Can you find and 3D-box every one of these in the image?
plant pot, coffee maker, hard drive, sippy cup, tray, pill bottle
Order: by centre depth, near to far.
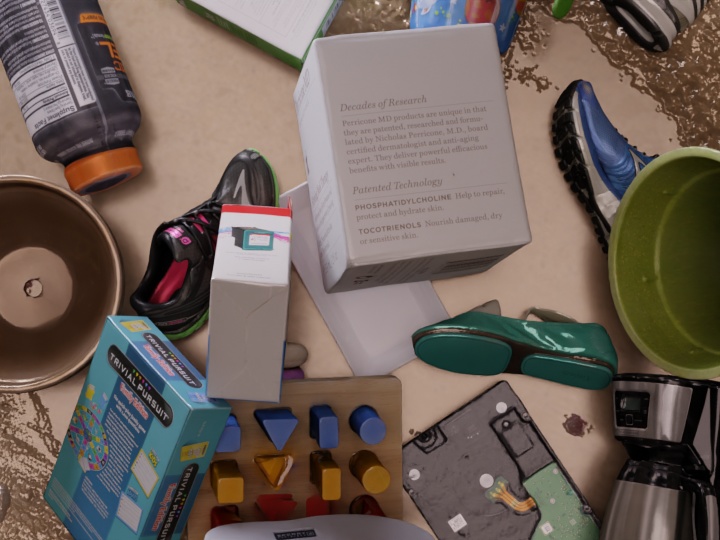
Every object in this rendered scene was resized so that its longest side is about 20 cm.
[{"bbox_3d":[0.360,-0.009,1.301,0.190,0.200,0.201,-2,85,-35],"label":"plant pot"},{"bbox_3d":[0.300,0.202,1.331,0.135,0.192,0.200,5,80,38],"label":"coffee maker"},{"bbox_3d":[-0.315,0.015,1.361,0.200,0.093,0.201,0,86,1],"label":"plant pot"},{"bbox_3d":[0.105,-0.274,1.366,0.139,0.178,0.131,9,98,-28],"label":"sippy cup"},{"bbox_3d":[-0.272,-0.173,1.367,0.106,0.106,0.200,-21,87,-1],"label":"pill bottle"},{"bbox_3d":[0.135,0.223,1.371,0.140,0.038,0.200,-34,86,-2],"label":"hard drive"},{"bbox_3d":[0.000,0.000,1.395,0.107,0.022,0.200,-29,86,-1],"label":"tray"}]

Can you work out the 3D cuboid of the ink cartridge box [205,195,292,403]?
[{"bbox_3d":[-0.097,0.018,1.291,0.067,0.200,0.116,4,115,-4],"label":"ink cartridge box"}]

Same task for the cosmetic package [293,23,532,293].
[{"bbox_3d":[0.041,-0.097,1.311,0.166,0.167,0.200,-8,81,-10],"label":"cosmetic package"}]

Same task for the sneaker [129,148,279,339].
[{"bbox_3d":[-0.145,-0.027,1.361,0.077,0.084,0.200,28,85,30],"label":"sneaker"}]

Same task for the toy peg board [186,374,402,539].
[{"bbox_3d":[-0.052,0.204,1.289,0.200,0.098,0.200,-2,98,-12],"label":"toy peg board"}]

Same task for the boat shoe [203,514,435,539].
[{"bbox_3d":[-0.034,0.253,1.224,0.200,0.071,0.070,-1,110,-16],"label":"boat shoe"}]

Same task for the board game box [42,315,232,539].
[{"bbox_3d":[-0.203,0.165,1.297,0.151,0.047,0.200,41,116,40],"label":"board game box"}]

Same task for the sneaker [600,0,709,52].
[{"bbox_3d":[0.260,-0.318,1.400,0.115,0.076,0.201,-44,95,-11],"label":"sneaker"}]

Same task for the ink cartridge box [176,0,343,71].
[{"bbox_3d":[-0.117,-0.287,1.397,0.200,0.059,0.104,29,86,2],"label":"ink cartridge box"}]

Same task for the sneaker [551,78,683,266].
[{"bbox_3d":[0.250,-0.092,1.381,0.089,0.079,0.200,-27,95,-9],"label":"sneaker"}]

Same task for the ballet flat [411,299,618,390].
[{"bbox_3d":[0.144,0.065,1.368,0.200,0.067,0.070,9,49,-6],"label":"ballet flat"}]

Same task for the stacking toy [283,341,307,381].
[{"bbox_3d":[-0.094,0.167,1.361,0.085,0.085,0.200,1,92,0],"label":"stacking toy"}]
